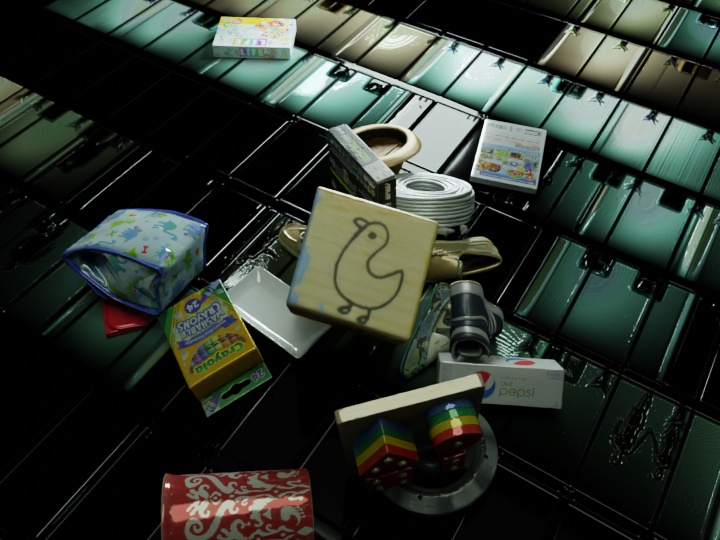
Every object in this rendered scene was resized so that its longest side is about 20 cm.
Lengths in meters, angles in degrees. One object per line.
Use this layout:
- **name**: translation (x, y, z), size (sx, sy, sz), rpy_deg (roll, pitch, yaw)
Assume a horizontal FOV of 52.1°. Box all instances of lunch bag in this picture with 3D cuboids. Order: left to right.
- **lunch bag**: translation (-0.395, -0.031, 1.302), size (0.197, 0.129, 0.171), rpy_deg (20, 34, 9)

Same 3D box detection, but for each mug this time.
- **mug**: translation (-0.165, 0.359, 1.012), size (0.195, 0.182, 0.133), rpy_deg (-4, 12, -10)

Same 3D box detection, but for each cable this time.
- **cable**: translation (0.121, -0.136, 1.414), size (0.196, 0.071, 0.200), rpy_deg (8, 23, 11)

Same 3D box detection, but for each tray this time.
- **tray**: translation (-0.147, 0.076, 1.303), size (0.198, 0.022, 0.107), rpy_deg (32, 55, 25)

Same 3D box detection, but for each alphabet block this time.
- **alphabet block**: translation (0.000, 0.000, 1.194), size (0.196, 0.196, 0.199), rpy_deg (15, 85, -1)

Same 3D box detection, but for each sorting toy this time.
- **sorting toy**: translation (0.074, 0.232, 1.004), size (0.196, 0.200, 0.071), rpy_deg (-13, 60, -3)

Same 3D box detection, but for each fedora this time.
- **fedora**: translation (0.033, -0.230, 1.523), size (0.196, 0.083, 0.202), rpy_deg (-3, 37, 2)

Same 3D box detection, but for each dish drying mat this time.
- **dish drying mat**: translation (-0.436, 0.031, 1.342), size (0.075, 0.018, 0.202), rpy_deg (-13, 50, -13)

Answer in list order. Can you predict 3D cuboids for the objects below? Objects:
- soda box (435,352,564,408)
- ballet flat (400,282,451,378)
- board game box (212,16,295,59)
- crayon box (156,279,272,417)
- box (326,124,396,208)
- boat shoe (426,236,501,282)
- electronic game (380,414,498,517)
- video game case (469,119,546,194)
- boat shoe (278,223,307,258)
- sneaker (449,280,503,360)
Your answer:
- **soda box**: translation (0.220, 0.174, 1.176), size (0.195, 0.065, 0.068), rpy_deg (4, 7, 3)
- **ballet flat**: translation (0.130, 0.101, 1.246), size (0.073, 0.075, 0.202), rpy_deg (17, 55, 14)
- **board game box**: translation (-0.268, -0.595, 1.881), size (0.195, 0.035, 0.136), rpy_deg (2, 49, 1)
- **crayon box**: translation (-0.245, 0.124, 1.225), size (0.124, 0.052, 0.201), rpy_deg (-30, 55, -9)
- **box**: translation (0.003, -0.139, 1.366), size (0.047, 0.196, 0.201), rpy_deg (-22, 45, -17)
- **boat shoe**: translation (0.162, -0.014, 1.329), size (0.196, 0.073, 0.076), rpy_deg (-15, 31, -13)
- **electronic game**: translation (0.109, 0.276, 1.116), size (0.195, 0.042, 0.202), rpy_deg (-5, 45, 5)
- **video game case**: translation (0.323, -0.250, 1.595), size (0.140, 0.018, 0.202), rpy_deg (13, 50, 10)
- **boat shoe**: translation (-0.066, -0.052, 1.387), size (0.197, 0.063, 0.074), rpy_deg (19, 51, 16)
- **sneaker**: translation (0.189, 0.103, 1.192), size (0.069, 0.200, 0.111), rpy_deg (-10, 63, 21)
